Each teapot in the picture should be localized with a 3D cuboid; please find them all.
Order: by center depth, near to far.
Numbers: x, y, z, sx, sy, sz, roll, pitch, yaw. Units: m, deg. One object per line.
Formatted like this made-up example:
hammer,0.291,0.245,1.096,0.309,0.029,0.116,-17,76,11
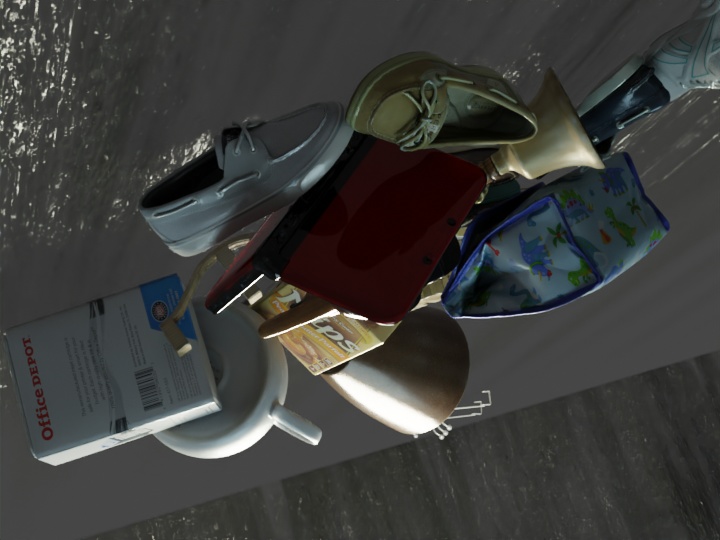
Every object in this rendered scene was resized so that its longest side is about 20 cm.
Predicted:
teapot,-0.165,0.134,1.395,0.195,0.203,0.146,-19,161,4

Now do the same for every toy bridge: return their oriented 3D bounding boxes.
toy bridge,-0.128,0.003,1.229,0.199,0.067,0.027,-38,167,-9

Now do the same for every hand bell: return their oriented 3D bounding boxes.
hand bell,0.117,-0.092,1.100,0.198,0.105,0.104,-30,162,15

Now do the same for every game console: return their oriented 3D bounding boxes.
game console,-0.013,-0.026,1.012,0.172,0.119,0.201,-37,-166,50

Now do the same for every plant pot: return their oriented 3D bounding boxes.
plant pot,0.024,0.120,1.667,0.186,0.189,0.199,-28,148,31

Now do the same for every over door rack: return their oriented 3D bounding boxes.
over door rack,0.226,0.366,2.909,0.197,0.067,0.148,-17,165,-9

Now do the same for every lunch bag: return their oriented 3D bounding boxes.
lunch bag,0.196,-0.025,1.249,0.169,0.129,0.199,-27,175,-44

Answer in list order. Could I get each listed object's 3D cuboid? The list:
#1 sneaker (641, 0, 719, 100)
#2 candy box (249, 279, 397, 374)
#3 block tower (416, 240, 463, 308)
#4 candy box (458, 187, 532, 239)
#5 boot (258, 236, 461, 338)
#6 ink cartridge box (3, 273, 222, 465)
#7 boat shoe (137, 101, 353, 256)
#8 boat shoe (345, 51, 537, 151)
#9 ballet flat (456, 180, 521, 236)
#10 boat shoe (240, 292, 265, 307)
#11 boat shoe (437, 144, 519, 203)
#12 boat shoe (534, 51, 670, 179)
sneaker,0.321,-0.195,1.084,0.069,0.081,0.200,-15,166,-19
candy box,-0.040,0.045,1.337,0.055,0.115,0.200,-49,-172,-27
block tower,0.067,0.020,1.509,0.198,0.059,0.054,-23,166,35
candy box,0.132,-0.064,1.399,0.198,0.027,0.102,-7,160,-38
boot,-0.027,0.021,1.112,0.198,0.069,0.188,-21,-169,37
ink cartridge box,-0.267,0.109,1.281,0.197,0.148,0.086,-18,167,-3
boat shoe,-0.098,-0.088,0.977,0.198,0.073,0.069,-27,132,22
boat shoe,0.071,-0.132,0.980,0.199,0.063,0.074,-4,130,-49
ballet flat,0.091,-0.061,1.263,0.198,0.073,0.072,-9,162,-38
boat shoe,-0.058,0.052,1.477,0.197,0.074,0.075,-19,165,0
boat shoe,0.094,-0.093,1.193,0.198,0.060,0.072,-4,158,-44
boat shoe,0.230,-0.138,1.170,0.075,0.062,0.200,-42,178,-41
